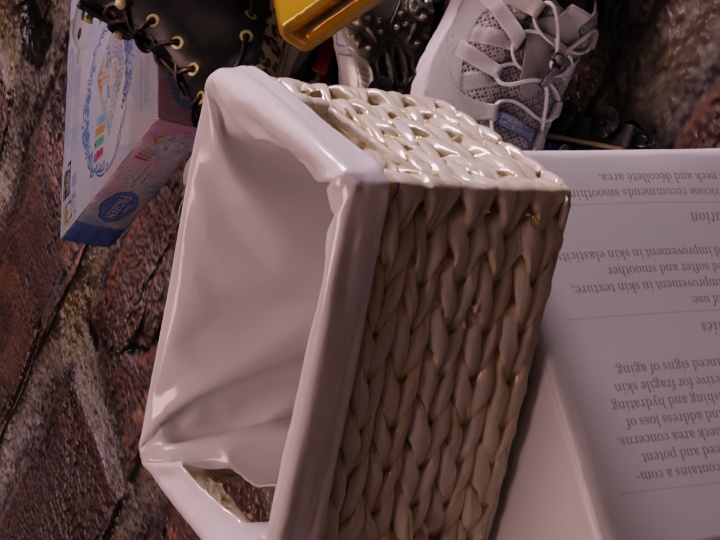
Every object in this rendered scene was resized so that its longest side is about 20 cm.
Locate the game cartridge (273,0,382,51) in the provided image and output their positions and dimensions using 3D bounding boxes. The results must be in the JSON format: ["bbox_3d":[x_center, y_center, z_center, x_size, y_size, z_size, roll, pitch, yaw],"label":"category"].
[{"bbox_3d":[0.011,-0.244,1.109,0.176,0.032,0.201,-32,52,26],"label":"game cartridge"}]

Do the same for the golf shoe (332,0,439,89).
[{"bbox_3d":[0.005,-0.132,1.239,0.097,0.078,0.201,146,118,-63],"label":"golf shoe"}]

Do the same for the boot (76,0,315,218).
[{"bbox_3d":[-0.116,-0.129,1.252,0.074,0.153,0.204,116,178,-59],"label":"boot"}]

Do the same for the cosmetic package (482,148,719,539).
[{"bbox_3d":[0.113,0.065,0.972,0.166,0.166,0.201,-44,55,51],"label":"cosmetic package"}]

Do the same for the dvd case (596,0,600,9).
[{"bbox_3d":[0.095,-0.246,1.125,0.200,0.017,0.143,51,134,47],"label":"dvd case"}]

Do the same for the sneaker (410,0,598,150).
[{"bbox_3d":[0.081,-0.115,1.033,0.082,0.074,0.201,-8,69,50],"label":"sneaker"}]

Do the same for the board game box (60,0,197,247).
[{"bbox_3d":[-0.157,-0.147,1.399,0.199,0.043,0.201,138,136,-56],"label":"board game box"}]

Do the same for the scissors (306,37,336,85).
[{"bbox_3d":[-0.030,-0.108,1.253,0.200,0.014,0.073,-77,5,-60],"label":"scissors"}]

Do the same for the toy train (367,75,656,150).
[{"bbox_3d":[0.076,-0.074,1.104,0.199,0.034,0.046,12,83,41],"label":"toy train"}]

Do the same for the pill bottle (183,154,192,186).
[{"bbox_3d":[-0.046,0.010,1.293,0.116,0.115,0.201,-56,45,46],"label":"pill bottle"}]

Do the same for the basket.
[{"bbox_3d":[-0.005,0.025,0.886,0.136,0.123,0.201,40,124,51],"label":"basket"}]
